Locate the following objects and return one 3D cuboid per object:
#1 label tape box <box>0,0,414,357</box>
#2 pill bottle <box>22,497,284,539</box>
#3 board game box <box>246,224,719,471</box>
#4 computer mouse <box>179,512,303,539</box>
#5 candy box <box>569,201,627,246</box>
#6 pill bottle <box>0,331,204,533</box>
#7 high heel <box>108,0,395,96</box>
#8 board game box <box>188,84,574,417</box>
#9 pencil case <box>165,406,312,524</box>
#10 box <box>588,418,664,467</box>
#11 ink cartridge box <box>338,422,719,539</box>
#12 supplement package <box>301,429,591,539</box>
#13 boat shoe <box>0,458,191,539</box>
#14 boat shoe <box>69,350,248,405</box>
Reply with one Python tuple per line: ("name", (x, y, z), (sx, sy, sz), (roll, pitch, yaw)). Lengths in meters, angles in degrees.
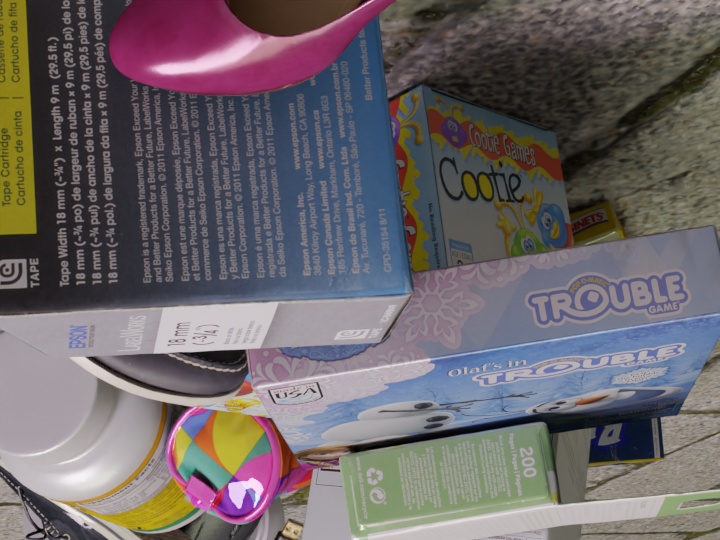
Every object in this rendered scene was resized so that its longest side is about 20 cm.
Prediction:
("label tape box", (-0.089, -0.045, 0.622), (0.199, 0.145, 0.063), (-2, 162, -12))
("pill bottle", (-0.160, 0.197, 1.292), (0.115, 0.116, 0.200), (-22, 155, 35))
("board game box", (0.058, 0.043, 0.747), (0.199, 0.044, 0.199), (-9, 162, 2))
("computer mouse", (-0.085, 0.194, 1.240), (0.140, 0.201, 0.046), (6, -160, -45))
("candy box", (0.133, 0.025, 1.007), (0.102, 0.027, 0.200), (-18, 151, 13))
("pill bottle", (-0.164, 0.098, 1.027), (0.112, 0.113, 0.200), (-11, 160, 12))
("high heel", (-0.005, -0.121, 0.554), (0.199, 0.068, 0.096), (-24, 164, 5))
("board game box", (0.000, 0.000, 0.829), (0.105, 0.103, 0.200), (13, 152, -43))
("pencil case", (-0.052, 0.110, 1.058), (0.088, 0.089, 0.200), (-15, 176, 20))
("box", (0.126, 0.118, 1.228), (0.199, 0.070, 0.064), (-3, 174, -10))
("ink cartridge box", (0.099, 0.108, 0.825), (0.199, 0.048, 0.146), (-10, 166, 6))
("supplement package", (0.058, 0.151, 1.002), (0.146, 0.201, 0.191), (4, 157, 14))
("boat shoe", (-0.203, 0.175, 1.148), (0.062, 0.200, 0.075), (-56, 171, 17))
("boat shoe", (-0.123, -0.006, 0.748), (0.200, 0.073, 0.063), (35, 125, -20))
